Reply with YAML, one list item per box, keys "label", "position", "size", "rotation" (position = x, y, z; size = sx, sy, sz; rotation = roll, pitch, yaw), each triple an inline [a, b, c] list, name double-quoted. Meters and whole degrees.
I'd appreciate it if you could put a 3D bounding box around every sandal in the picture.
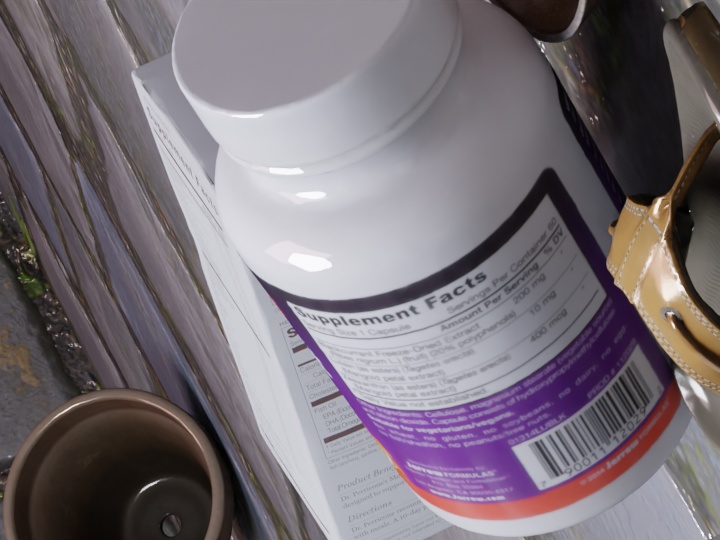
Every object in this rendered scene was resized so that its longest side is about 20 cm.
- label: "sandal"
  position: [0.097, 0.002, 0.842]
  size: [0.082, 0.054, 0.200]
  rotation: [61, 169, 25]

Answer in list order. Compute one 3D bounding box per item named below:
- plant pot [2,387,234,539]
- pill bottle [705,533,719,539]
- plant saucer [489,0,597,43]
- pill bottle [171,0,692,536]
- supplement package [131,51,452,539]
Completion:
- label: "plant pot"
  position: [-0.189, 0.212, 2.572]
  size: [0.201, 0.200, 0.175]
  rotation: [62, -171, 17]
- label: "pill bottle"
  position: [0.135, 0.131, 0.791]
  size: [0.111, 0.111, 0.200]
  rotation: [68, 169, -15]
- label: "plant saucer"
  position: [0.031, -0.164, 0.862]
  size: [0.200, 0.032, 0.200]
  rotation: [61, 169, 22]
- label: "pill bottle"
  position: [0.023, -0.015, 0.910]
  size: [0.200, 0.111, 0.111]
  rotation: [56, 179, -42]
- label: "supplement package"
  position: [0.000, 0.000, 1.189]
  size: [0.114, 0.109, 0.200]
  rotation: [53, 165, 51]
